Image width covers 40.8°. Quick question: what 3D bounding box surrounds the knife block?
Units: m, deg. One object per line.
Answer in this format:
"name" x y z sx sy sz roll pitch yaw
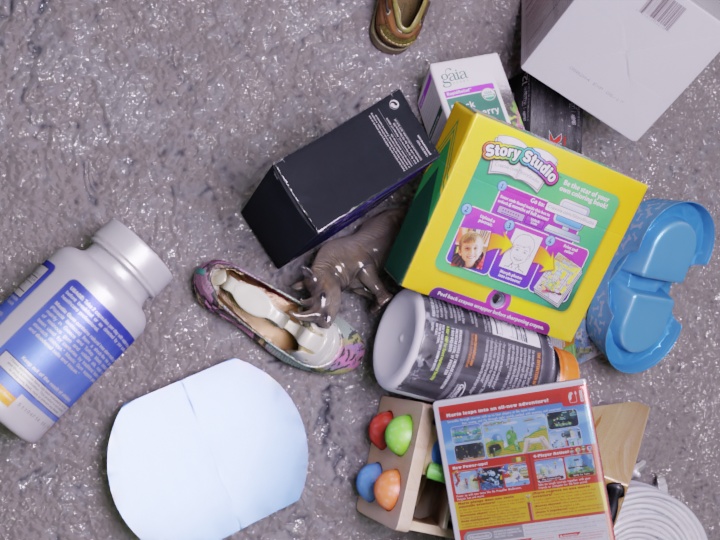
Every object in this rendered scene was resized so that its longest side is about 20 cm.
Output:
"knife block" 0.257 0.224 1.015 0.199 0.176 0.064 -4 123 -23

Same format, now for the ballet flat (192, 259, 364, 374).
"ballet flat" -0.080 0.052 0.981 0.199 0.071 0.069 31 83 -13

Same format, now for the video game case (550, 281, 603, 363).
"video game case" 0.222 0.049 1.075 0.199 0.018 0.144 -22 119 -18

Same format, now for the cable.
"cable" 0.299 0.337 1.081 0.199 0.069 0.201 -22 92 -18

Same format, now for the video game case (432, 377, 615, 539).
"video game case" 0.152 0.208 0.879 0.142 0.017 0.201 -10 85 11

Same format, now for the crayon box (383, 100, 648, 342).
"crayon box" 0.148 -0.042 0.926 0.199 0.058 0.173 19 102 -22

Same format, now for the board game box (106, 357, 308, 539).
"board game box" -0.154 0.184 0.966 0.199 0.039 0.159 -23 88 -23

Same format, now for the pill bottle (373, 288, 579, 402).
"pill bottle" 0.121 0.092 0.974 0.199 0.106 0.107 18 80 -21

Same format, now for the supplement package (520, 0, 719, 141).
"supplement package" 0.275 -0.275 1.033 0.151 0.151 0.200 30 36 -13

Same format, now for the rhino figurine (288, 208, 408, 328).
"rhino figurine" 0.000 0.000 0.998 0.200 0.060 0.088 -32 83 -34

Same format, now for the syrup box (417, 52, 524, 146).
"syrup box" 0.129 -0.123 1.026 0.078 0.081 0.201 -12 72 -11

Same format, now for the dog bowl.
"dog bowl" 0.316 0.012 1.069 0.111 0.050 0.201 9 107 -31

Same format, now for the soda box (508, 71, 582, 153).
"soda box" 0.205 -0.122 1.091 0.070 0.063 0.201 5 84 -18

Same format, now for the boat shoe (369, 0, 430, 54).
"boat shoe" 0.060 -0.340 1.060 0.072 0.068 0.201 8 82 -15

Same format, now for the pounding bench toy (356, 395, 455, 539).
"pounding bench toy" 0.095 0.203 0.957 0.155 0.200 0.125 16 81 -17

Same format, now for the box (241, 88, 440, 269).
"box" -0.027 -0.082 0.939 0.141 0.200 0.079 -31 90 -17

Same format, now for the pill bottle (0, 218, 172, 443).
"pill bottle" -0.272 0.050 0.898 0.112 0.112 0.200 46 74 -9
